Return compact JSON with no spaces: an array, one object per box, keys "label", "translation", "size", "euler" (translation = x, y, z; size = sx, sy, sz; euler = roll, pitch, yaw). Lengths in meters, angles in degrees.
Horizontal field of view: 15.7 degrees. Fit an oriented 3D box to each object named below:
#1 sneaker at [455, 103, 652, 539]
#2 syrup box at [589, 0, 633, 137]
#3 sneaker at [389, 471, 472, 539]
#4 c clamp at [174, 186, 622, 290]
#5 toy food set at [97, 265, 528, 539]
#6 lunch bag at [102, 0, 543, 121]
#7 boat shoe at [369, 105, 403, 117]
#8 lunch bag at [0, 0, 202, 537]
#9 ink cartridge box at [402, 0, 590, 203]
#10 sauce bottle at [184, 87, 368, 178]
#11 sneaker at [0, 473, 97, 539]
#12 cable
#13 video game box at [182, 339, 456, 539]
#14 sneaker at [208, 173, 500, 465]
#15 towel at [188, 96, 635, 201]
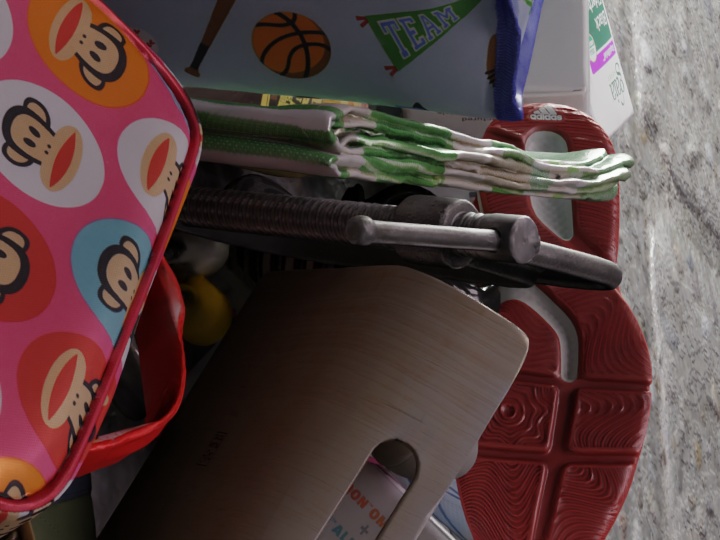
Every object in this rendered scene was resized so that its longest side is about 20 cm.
[{"label":"sneaker","translation":[0.072,0.045,1.051],"size":[0.116,0.078,0.201],"euler":[95,2,-64]},{"label":"syrup box","translation":[0.075,-0.157,1.376],"size":[0.079,0.081,0.201],"euler":[-41,115,-64]},{"label":"sneaker","translation":[0.018,0.058,1.148],"size":[0.200,0.087,0.075],"euler":[50,33,-16]},{"label":"c clamp","translation":[-0.006,-0.016,0.848],"size":[0.170,0.200,0.027],"euler":[9,88,-44]},{"label":"toy food set","translation":[-0.025,0.075,0.845],"size":[0.060,0.200,0.144],"euler":[35,78,-14]},{"label":"lunch bag","translation":[-0.010,-0.160,0.891],"size":[0.200,0.169,0.124],"euler":[-72,167,-46]},{"label":"boat shoe","translation":[-0.021,-0.119,1.145],"size":[0.202,0.065,0.075],"euler":[56,31,-44]},{"label":"lunch bag","translation":[-0.123,-0.013,0.749],"size":[0.176,0.082,0.200],"euler":[39,40,-16]},{"label":"ink cartridge box","translation":[0.066,-0.082,1.222],"size":[0.200,0.083,0.146],"euler":[83,7,-58]},{"label":"sauce bottle","translation":[-0.058,-0.074,1.026],"size":[0.200,0.066,0.066],"euler":[5,74,-69]},{"label":"sneaker","translation":[-0.120,0.063,0.836],"size":[0.090,0.067,0.201],"euler":[80,3,-54]},{"label":"cable","translation":[-0.074,-0.008,0.918],"size":[0.200,0.050,0.097],"euler":[-117,-172,-83]},{"label":"video game box","translation":[0.029,0.128,1.036],"size":[0.182,0.047,0.200],"euler":[46,-2,41]},{"label":"sneaker","translation":[0.000,0.000,1.012],"size":[0.074,0.088,0.200],"euler":[26,13,-29]},{"label":"towel","translation":[-0.013,-0.045,0.918],"size":[0.200,0.152,0.023],"euler":[2,94,-56]}]
